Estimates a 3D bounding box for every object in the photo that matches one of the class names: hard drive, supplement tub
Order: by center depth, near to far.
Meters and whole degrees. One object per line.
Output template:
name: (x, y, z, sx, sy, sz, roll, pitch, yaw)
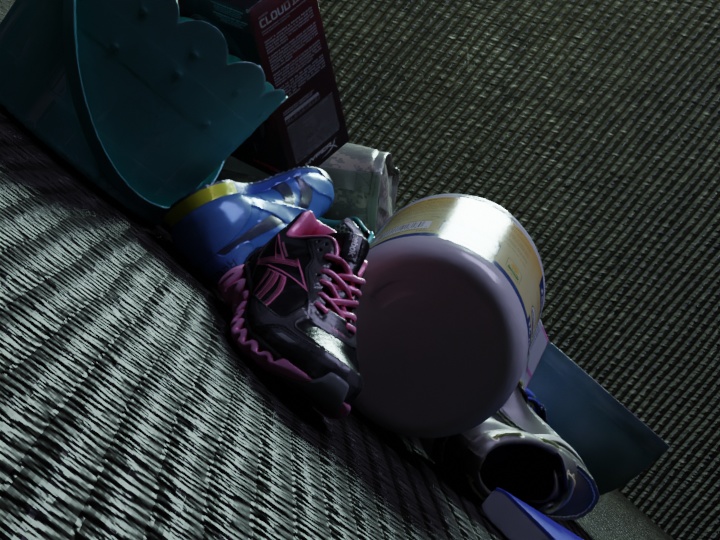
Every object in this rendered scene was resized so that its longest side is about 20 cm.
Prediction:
supplement tub: (0.061, 0.024, 1.063, 0.144, 0.145, 0.200, 41, 20, -1)
hard drive: (0.178, 0.236, 1.080, 0.132, 0.025, 0.200, 43, 3, 37)

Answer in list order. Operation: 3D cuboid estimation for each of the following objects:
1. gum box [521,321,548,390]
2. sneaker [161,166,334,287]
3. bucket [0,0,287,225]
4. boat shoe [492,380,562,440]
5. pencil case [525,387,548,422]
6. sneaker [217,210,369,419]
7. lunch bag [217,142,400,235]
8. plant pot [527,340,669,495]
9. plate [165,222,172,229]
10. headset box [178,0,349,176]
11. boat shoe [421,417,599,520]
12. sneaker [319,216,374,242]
gum box: (0.097, 0.036, 1.342, 0.113, 0.066, 0.200, 19, -22, 28)
sneaker: (-0.068, -0.027, 1.058, 0.079, 0.066, 0.200, 57, 26, 7)
bucket: (-0.167, -0.138, 1.031, 0.207, 0.135, 0.207, 40, 2, -2)
boat shoe: (0.100, 0.099, 1.227, 0.201, 0.061, 0.072, 37, 17, 25)
pencil case: (0.100, 0.110, 1.475, 0.078, 0.087, 0.200, -5, 34, -39)
sneaker: (-0.029, 0.017, 0.885, 0.079, 0.095, 0.200, 42, 5, -25)
lunch bag: (-0.053, -0.070, 1.343, 0.163, 0.118, 0.200, 11, -3, 7)
plant pot: (0.229, 0.182, 1.619, 0.200, 0.134, 0.200, 40, 2, -2)
plate: (-0.055, 0.024, 1.147, 0.200, 0.032, 0.200, 42, 3, 19)
headset box: (-0.101, -0.188, 1.186, 0.148, 0.075, 0.201, 28, -33, 34)
boat shoe: (0.129, 0.161, 1.118, 0.201, 0.072, 0.060, 30, 5, -43)
sneaker: (0.000, 0.000, 1.222, 0.199, 0.078, 0.092, 17, -45, 30)
